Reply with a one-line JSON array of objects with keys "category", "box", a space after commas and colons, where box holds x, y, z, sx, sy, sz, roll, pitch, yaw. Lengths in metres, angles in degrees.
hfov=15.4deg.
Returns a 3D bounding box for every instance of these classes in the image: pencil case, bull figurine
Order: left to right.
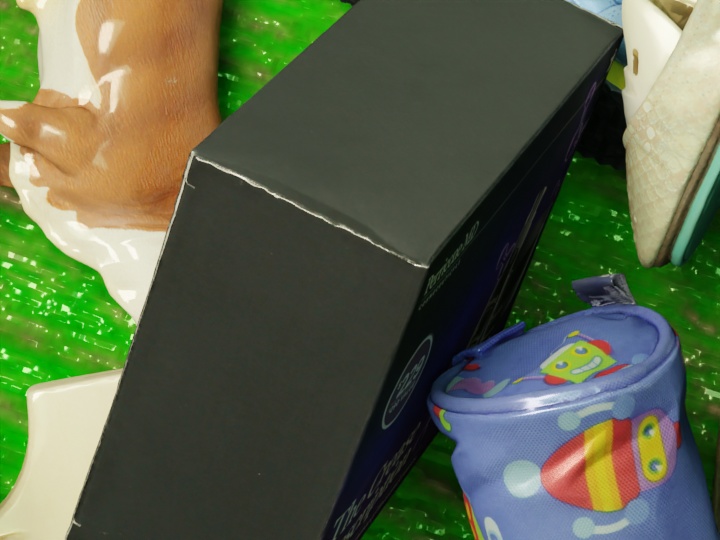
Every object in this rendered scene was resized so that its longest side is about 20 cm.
[{"category": "bull figurine", "box": [-0.092, -0.065, 0.920, 0.121, 0.065, 0.201, 9, 73, -25]}, {"category": "pencil case", "box": [0.073, 0.107, 0.800, 0.078, 0.087, 0.201, -22, 110, -24]}]

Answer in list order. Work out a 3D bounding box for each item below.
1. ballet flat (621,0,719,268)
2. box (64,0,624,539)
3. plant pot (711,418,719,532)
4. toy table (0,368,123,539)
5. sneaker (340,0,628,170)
[{"category": "ballet flat", "box": [0.118, -0.096, 0.842, 0.062, 0.067, 0.200, 29, 113, 11]}, {"category": "box", "box": [0.000, 0.000, 0.817, 0.079, 0.200, 0.141, 24, 121, 11]}, {"category": "plant pot", "box": [0.227, 0.021, 0.822, 0.198, 0.200, 0.201, 12, 83, 0]}, {"category": "toy table", "box": [-0.136, 0.102, 0.865, 0.199, 0.184, 0.117, -11, 95, -18]}, {"category": "sneaker", "box": [0.040, -0.118, 0.919, 0.200, 0.066, 0.079, 34, 69, 3]}]
